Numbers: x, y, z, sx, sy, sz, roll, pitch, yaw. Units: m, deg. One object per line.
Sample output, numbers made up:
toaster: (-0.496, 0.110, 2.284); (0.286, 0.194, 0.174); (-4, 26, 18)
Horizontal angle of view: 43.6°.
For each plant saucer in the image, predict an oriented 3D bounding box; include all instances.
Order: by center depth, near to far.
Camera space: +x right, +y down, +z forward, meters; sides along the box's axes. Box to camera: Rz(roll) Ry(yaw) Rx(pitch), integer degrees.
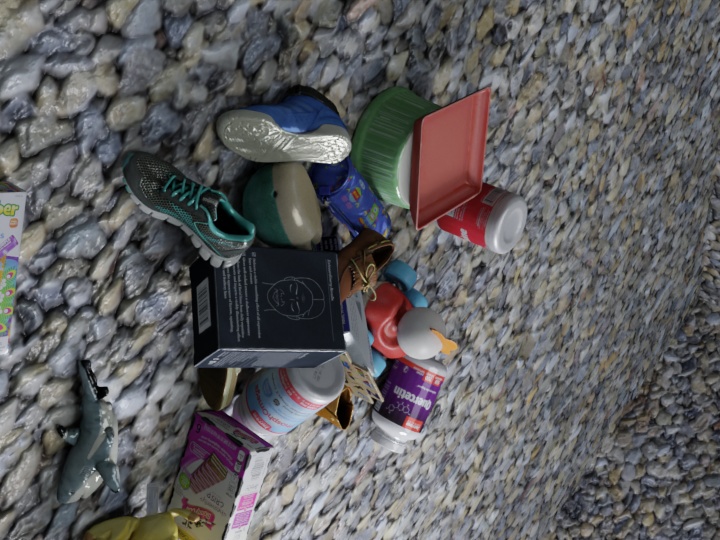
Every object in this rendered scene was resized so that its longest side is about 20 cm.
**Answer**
plant saucer: (0.146, -0.196, 1.528); (0.199, 0.036, 0.203); (-30, 133, -41)

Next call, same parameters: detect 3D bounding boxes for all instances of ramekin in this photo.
ramekin: (0.080, -0.205, 1.551); (0.199, 0.097, 0.203); (-33, 134, -40)

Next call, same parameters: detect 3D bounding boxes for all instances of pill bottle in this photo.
pill bottle: (-0.121, 0.195, 1.433); (0.108, 0.110, 0.200); (-19, 164, -48)
pill bottle: (0.204, -0.116, 1.693); (0.112, 0.198, 0.114); (-31, 134, -39)
pill bottle: (0.094, 0.268, 1.858); (0.112, 0.111, 0.203); (23, 91, -57)

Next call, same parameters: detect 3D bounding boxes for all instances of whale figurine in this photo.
whale figurine: (-0.114, -0.088, 1.361); (0.200, 0.102, 0.162); (37, 41, -77)

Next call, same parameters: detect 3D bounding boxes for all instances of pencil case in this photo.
pencil case: (-0.016, -0.113, 1.490); (0.200, 0.077, 0.088); (48, 58, -55)

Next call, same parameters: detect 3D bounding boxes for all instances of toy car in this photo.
toy car: (0.099, 0.118, 1.690); (0.185, 0.198, 0.178); (-52, 145, -19)

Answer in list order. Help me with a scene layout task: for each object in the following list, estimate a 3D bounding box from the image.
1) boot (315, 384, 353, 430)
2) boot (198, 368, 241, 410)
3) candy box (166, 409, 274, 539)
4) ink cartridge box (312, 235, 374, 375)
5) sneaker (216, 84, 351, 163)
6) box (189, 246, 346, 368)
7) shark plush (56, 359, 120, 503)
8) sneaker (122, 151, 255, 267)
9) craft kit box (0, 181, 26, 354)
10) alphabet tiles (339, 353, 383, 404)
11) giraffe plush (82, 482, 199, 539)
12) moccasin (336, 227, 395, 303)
boot: (-0.075, 0.231, 1.542); (0.070, 0.143, 0.203); (-35, 149, -30)
boot: (-0.172, 0.113, 1.411); (0.153, 0.071, 0.204); (-9, 114, -48)
candy box: (-0.227, 0.342, 1.423); (0.061, 0.135, 0.204); (3, 107, -53)
ink cartridge box: (-0.032, 0.047, 1.491); (0.201, 0.040, 0.202); (62, 15, -52)
sneaker: (-0.115, -0.217, 1.297); (0.196, 0.112, 0.078); (2, 134, -20)
box: (-0.134, 0.054, 1.285); (0.197, 0.107, 0.151); (4, 70, -29)
shark plush: (-0.369, 0.224, 1.213); (0.082, 0.091, 0.203); (-2, 121, -21)
sneaker: (-0.212, -0.089, 1.156); (0.199, 0.091, 0.079); (39, 57, -24)
craft kit box: (-0.463, 0.007, 0.959); (0.198, 0.048, 0.201); (-10, 116, -53)
alphabet tiles: (-0.051, 0.154, 1.497); (0.006, 0.198, 0.167); (-53, 145, -22)
giraffe plush: (-0.331, 0.454, 1.360); (0.202, 0.169, 0.164); (-77, 178, -52)
moccasin: (0.000, 0.002, 1.420); (0.201, 0.076, 0.075); (-44, 148, -58)
